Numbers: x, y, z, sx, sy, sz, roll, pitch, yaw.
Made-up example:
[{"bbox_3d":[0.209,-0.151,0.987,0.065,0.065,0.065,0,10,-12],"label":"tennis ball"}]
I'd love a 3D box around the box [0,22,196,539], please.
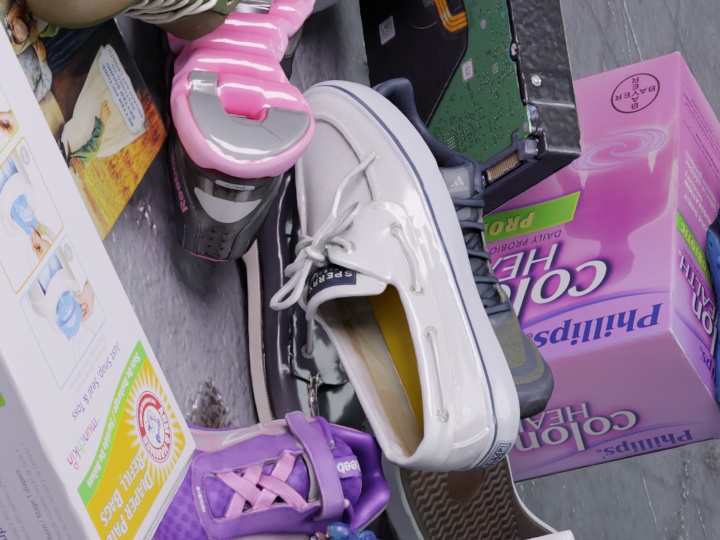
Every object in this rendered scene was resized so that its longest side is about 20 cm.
[{"bbox_3d":[-0.156,0.019,1.025,0.200,0.112,0.101,66,23,-21],"label":"box"}]

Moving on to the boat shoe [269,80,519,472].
[{"bbox_3d":[-0.003,0.003,1.319,0.086,0.075,0.202,-4,68,-45],"label":"boat shoe"}]

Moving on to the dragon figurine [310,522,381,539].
[{"bbox_3d":[0.002,0.189,1.295,0.200,0.099,0.059,60,27,-43],"label":"dragon figurine"}]

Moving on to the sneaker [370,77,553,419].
[{"bbox_3d":[0.036,-0.010,1.434,0.074,0.081,0.200,-15,60,-37],"label":"sneaker"}]

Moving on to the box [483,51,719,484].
[{"bbox_3d":[0.107,0.003,1.549,0.097,0.176,0.200,53,32,-42],"label":"box"}]

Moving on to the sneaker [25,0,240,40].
[{"bbox_3d":[-0.082,-0.137,1.267,0.200,0.067,0.090,-56,144,-50],"label":"sneaker"}]

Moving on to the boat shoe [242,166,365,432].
[{"bbox_3d":[-0.015,0.029,1.399,0.073,0.063,0.200,11,69,-68],"label":"boat shoe"}]

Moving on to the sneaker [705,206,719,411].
[{"bbox_3d":[0.202,0.009,1.466,0.078,0.066,0.200,49,33,-27],"label":"sneaker"}]

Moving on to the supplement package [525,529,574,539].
[{"bbox_3d":[0.004,0.222,1.156,0.152,0.200,0.151,68,24,-15],"label":"supplement package"}]

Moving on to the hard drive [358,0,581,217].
[{"bbox_3d":[0.053,-0.130,1.505,0.038,0.140,0.200,4,68,-31],"label":"hard drive"}]

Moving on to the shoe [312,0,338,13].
[{"bbox_3d":[-0.060,-0.213,1.430,0.200,0.071,0.091,51,24,-55],"label":"shoe"}]

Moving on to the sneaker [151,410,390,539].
[{"bbox_3d":[-0.049,0.095,1.254,0.200,0.088,0.081,3,75,-65],"label":"sneaker"}]

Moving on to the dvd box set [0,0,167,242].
[{"bbox_3d":[-0.149,-0.068,1.197,0.146,0.029,0.200,65,25,-23],"label":"dvd box set"}]

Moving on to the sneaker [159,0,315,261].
[{"bbox_3d":[-0.065,-0.079,1.365,0.200,0.079,0.095,-89,-171,-54],"label":"sneaker"}]

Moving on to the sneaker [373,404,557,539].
[{"bbox_3d":[0.034,0.118,1.431,0.073,0.085,0.200,-58,145,-18],"label":"sneaker"}]
